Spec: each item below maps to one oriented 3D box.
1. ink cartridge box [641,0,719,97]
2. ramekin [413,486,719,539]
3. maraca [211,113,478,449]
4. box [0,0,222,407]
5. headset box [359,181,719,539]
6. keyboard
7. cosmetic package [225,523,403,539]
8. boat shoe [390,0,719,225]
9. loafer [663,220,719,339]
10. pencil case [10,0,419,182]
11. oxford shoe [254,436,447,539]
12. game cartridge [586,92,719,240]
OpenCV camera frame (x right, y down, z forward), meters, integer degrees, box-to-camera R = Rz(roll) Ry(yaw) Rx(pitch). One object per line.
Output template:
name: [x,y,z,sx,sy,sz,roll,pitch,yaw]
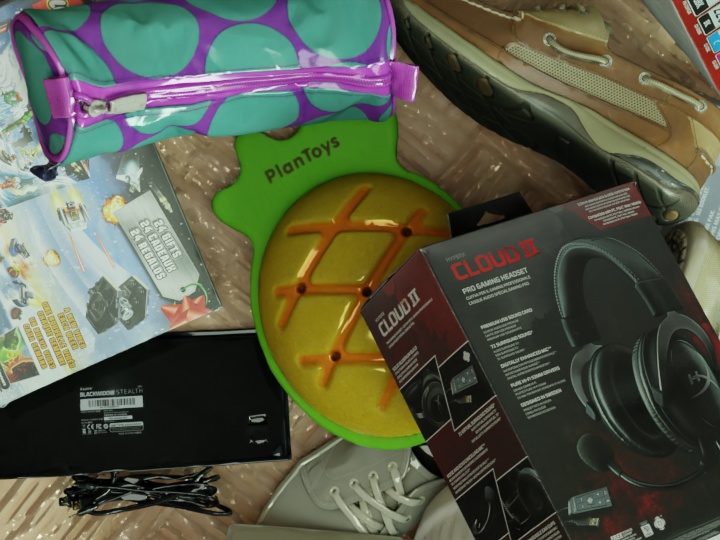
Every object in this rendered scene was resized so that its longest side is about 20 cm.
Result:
ink cartridge box: [0.210,-0.204,1.196,0.175,0.200,0.084,-38,63,5]
ramekin: [0.114,0.205,1.287,0.199,0.105,0.201,12,141,10]
maraca: [0.000,0.000,1.284,0.136,0.107,0.201,-28,78,0]
box: [-0.175,-0.045,1.281,0.136,0.040,0.201,-23,105,-6]
headset box: [0.105,0.054,1.194,0.148,0.077,0.201,-16,73,-34]
keyboard: [-0.139,0.090,1.336,0.198,0.040,0.105,-3,81,-2]
cosmetic package: [-0.032,0.248,1.332,0.104,0.071,0.201,3,116,0]
boat shoe: [0.108,-0.104,1.273,0.199,0.076,0.074,34,77,7]
loafer: [0.185,0.068,1.296,0.068,0.076,0.201,2,113,-6]
pencil case: [-0.078,-0.105,1.228,0.199,0.092,0.086,-10,118,-21]
oxford shoe: [0.010,0.124,1.337,0.200,0.058,0.075,-41,106,8]
game cartridge: [0.181,0.003,1.331,0.132,0.040,0.201,17,102,-12]
